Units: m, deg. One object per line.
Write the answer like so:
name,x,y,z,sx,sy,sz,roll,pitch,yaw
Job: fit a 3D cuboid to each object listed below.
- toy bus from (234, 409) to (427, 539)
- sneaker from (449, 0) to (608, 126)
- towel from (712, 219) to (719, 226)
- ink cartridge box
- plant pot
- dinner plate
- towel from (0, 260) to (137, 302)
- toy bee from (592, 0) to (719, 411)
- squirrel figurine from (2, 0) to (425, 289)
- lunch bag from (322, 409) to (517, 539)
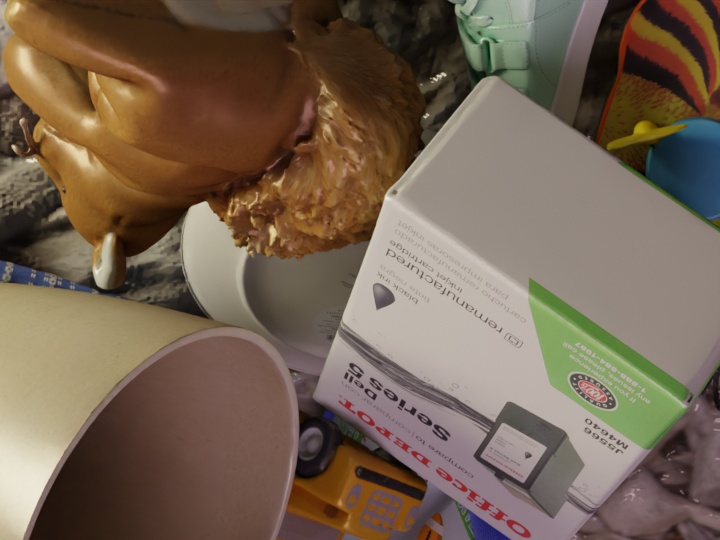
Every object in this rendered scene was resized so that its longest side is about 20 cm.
toy bus,-0.060,0.098,0.859,0.200,0.079,0.065,23,176,45
sneaker,0.044,-0.116,0.729,0.118,0.074,0.201,9,119,-15
towel,0.210,-0.078,0.816,0.086,0.018,0.200,13,135,-11
ink cartridge box,0.072,0.031,0.731,0.145,0.084,0.200,35,151,8
plant pot,-0.163,0.081,0.753,0.199,0.187,0.188,22,144,29
dinner plate,0.000,0.000,0.899,0.199,0.024,0.201,1,136,1
towel,-0.163,0.006,0.852,0.199,0.024,0.145,18,174,-17
toy bee,0.126,-0.045,0.758,0.108,0.201,0.131,5,168,7
squirrel figurine,-0.068,-0.058,0.748,0.199,0.142,0.187,29,139,-4
lunch bag,0.046,0.138,0.898,0.123,0.171,0.200,-5,151,-14
